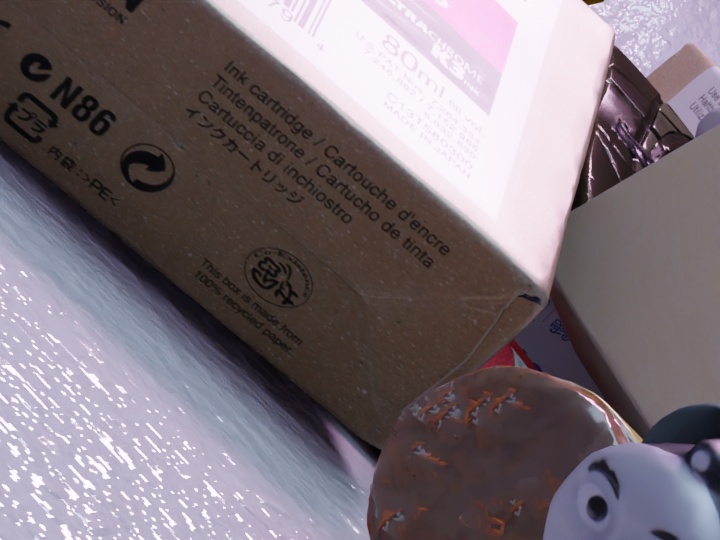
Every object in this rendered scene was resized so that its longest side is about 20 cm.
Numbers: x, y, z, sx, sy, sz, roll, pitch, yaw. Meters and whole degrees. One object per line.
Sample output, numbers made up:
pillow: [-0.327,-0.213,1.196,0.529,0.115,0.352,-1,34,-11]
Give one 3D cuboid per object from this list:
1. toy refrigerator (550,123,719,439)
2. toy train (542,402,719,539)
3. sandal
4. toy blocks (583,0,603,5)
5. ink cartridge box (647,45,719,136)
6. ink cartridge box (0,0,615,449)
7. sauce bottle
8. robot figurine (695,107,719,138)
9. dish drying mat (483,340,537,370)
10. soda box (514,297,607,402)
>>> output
toy refrigerator: [0.127,0.058,0.738,0.200,0.076,0.070,58,-2,38]
toy train: [0.096,0.075,0.557,0.199,0.114,0.085,6,32,-43]
sandal: [0.082,-0.018,0.914,0.082,0.054,0.200,53,21,-9]
toy blocks: [0.010,-0.113,0.985,0.200,0.100,0.137,98,-28,-49]
ink cartridge box: [0.184,0.025,1.056,0.165,0.075,0.200,40,12,-36]
ink cartridge box: [-0.031,-0.073,0.765,0.200,0.075,0.165,40,31,-12]
sauce bottle: [0.056,0.071,0.681,0.066,0.066,0.200,47,4,22]
robot figurine: [0.190,-0.036,0.854,0.113,0.170,0.200,53,-21,-20]
dish drying mat: [0.000,0.000,0.814,0.200,0.018,0.077,53,37,10]
soda box: [0.089,0.072,0.877,0.068,0.063,0.200,36,11,-41]
